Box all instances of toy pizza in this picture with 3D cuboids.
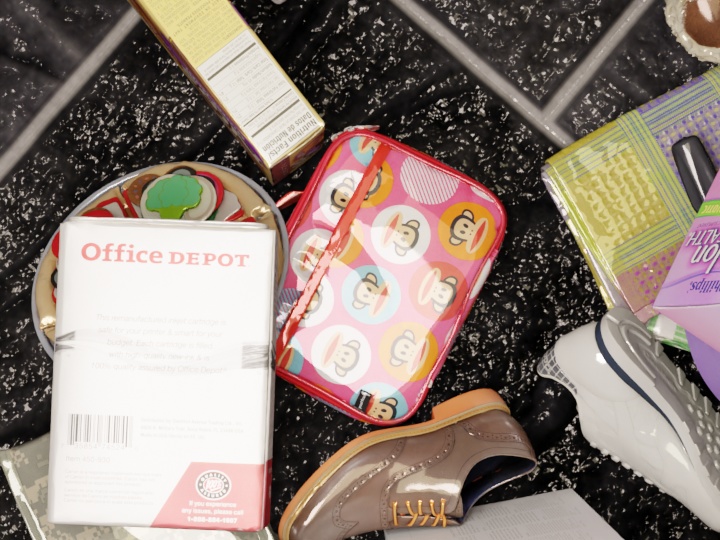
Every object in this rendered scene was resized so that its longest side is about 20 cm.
[{"bbox_3d":[-0.150,-0.003,1.249,0.198,0.032,0.202,-8,55,11],"label":"toy pizza"}]

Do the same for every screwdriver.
[{"bbox_3d":[0.281,-0.007,1.275,0.028,0.029,0.201,-24,87,-6],"label":"screwdriver"}]

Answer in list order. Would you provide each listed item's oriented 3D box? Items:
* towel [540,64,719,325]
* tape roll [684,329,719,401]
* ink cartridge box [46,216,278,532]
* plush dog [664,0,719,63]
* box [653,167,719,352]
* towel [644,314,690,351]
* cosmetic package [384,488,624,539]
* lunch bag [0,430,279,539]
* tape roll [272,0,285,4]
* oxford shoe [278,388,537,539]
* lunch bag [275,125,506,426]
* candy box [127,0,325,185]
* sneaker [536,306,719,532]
[{"bbox_3d":[0.248,-0.064,1.302,0.199,0.023,0.144,-30,87,-6],"label":"towel"},{"bbox_3d":[0.340,0.023,1.244,0.198,0.085,0.202,1,88,-21],"label":"tape roll"},{"bbox_3d":[-0.129,0.070,1.154,0.145,0.083,0.202,2,86,1],"label":"ink cartridge box"},{"bbox_3d":[0.318,-0.245,1.299,0.171,0.161,0.201,20,102,-18],"label":"plush dog"},{"bbox_3d":[0.325,-0.017,1.145,0.175,0.097,0.201,32,77,-16],"label":"box"},{"bbox_3d":[0.326,0.008,1.322,0.198,0.023,0.154,15,85,-1],"label":"towel"},{"bbox_3d":[0.098,0.207,1.210,0.149,0.200,0.052,-8,93,-3],"label":"cosmetic package"},{"bbox_3d":[-0.145,0.195,1.243,0.163,0.118,0.201,-23,81,-4],"label":"lunch bag"},{"bbox_3d":[-0.055,-0.316,1.240,0.139,0.203,0.204,-33,88,-5],"label":"tape roll"},{"bbox_3d":[0.035,0.156,1.234,0.199,0.072,0.073,-27,51,-16],"label":"oxford shoe"},{"bbox_3d":[0.000,0.000,1.285,0.175,0.082,0.201,27,86,4],"label":"lunch bag"},{"bbox_3d":[-0.106,-0.162,1.270,0.056,0.117,0.201,-37,89,-4],"label":"candy box"},{"bbox_3d":[0.219,0.122,1.293,0.080,0.076,0.201,-33,99,27],"label":"sneaker"}]
